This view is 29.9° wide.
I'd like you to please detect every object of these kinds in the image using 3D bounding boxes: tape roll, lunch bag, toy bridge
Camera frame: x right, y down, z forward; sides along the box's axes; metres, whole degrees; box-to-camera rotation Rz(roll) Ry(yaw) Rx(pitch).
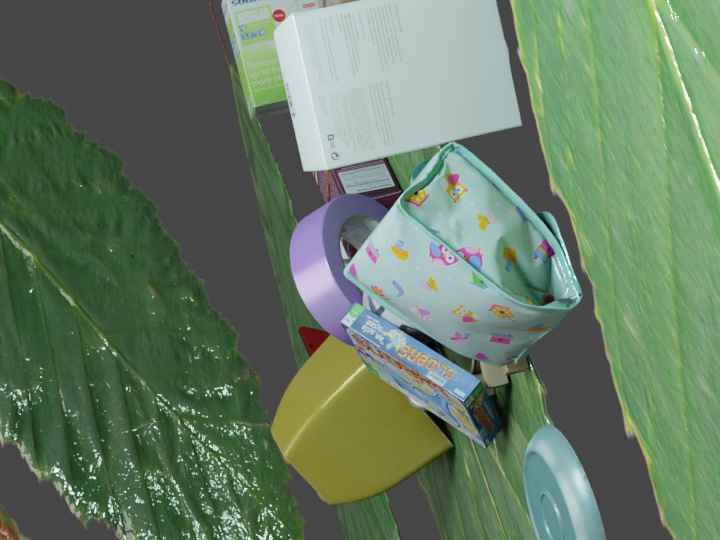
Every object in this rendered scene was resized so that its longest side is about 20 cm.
[{"bbox_3d":[0.000,0.000,1.802,0.066,0.200,0.200,-29,70,37],"label":"tape roll"},{"bbox_3d":[0.109,-0.001,1.316,0.200,0.122,0.170,39,149,1],"label":"lunch bag"},{"bbox_3d":[0.153,0.103,1.573,0.200,0.027,0.067,116,142,-74],"label":"toy bridge"}]

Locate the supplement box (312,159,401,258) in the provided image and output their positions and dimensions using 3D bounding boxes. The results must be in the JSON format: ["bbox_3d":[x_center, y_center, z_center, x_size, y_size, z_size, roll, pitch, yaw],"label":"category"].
[{"bbox_3d":[-0.007,-0.128,1.970,0.110,0.085,0.200,88,165,-45],"label":"supplement box"}]

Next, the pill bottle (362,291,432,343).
[{"bbox_3d":[0.073,0.019,1.636,0.200,0.119,0.120,122,133,-76],"label":"pill bottle"}]

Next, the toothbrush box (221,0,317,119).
[{"bbox_3d":[-0.128,-0.359,2.156,0.086,0.145,0.200,131,125,-78],"label":"toothbrush box"}]

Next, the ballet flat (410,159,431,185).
[{"bbox_3d":[0.117,-0.045,1.494,0.070,0.069,0.200,87,161,-45],"label":"ballet flat"}]

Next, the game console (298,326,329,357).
[{"bbox_3d":[-0.025,0.206,2.418,0.200,0.118,0.173,-118,18,-55],"label":"game console"}]

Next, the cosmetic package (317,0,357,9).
[{"bbox_3d":[0.014,-0.297,1.631,0.200,0.087,0.104,-117,16,-53],"label":"cosmetic package"}]

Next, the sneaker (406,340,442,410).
[{"bbox_3d":[0.081,0.107,1.903,0.200,0.070,0.082,-120,36,-49],"label":"sneaker"}]

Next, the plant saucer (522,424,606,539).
[{"bbox_3d":[0.216,0.266,1.450,0.200,0.027,0.201,166,90,-79],"label":"plant saucer"}]

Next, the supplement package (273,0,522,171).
[{"bbox_3d":[0.033,-0.193,1.344,0.151,0.200,0.152,-162,59,-79],"label":"supplement package"}]

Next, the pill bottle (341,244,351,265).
[{"bbox_3d":[-0.037,-0.039,2.174,0.200,0.113,0.113,123,133,-77],"label":"pill bottle"}]

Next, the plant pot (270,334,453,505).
[{"bbox_3d":[-0.018,0.228,1.994,0.194,0.200,0.196,50,179,-19],"label":"plant pot"}]

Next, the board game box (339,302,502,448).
[{"bbox_3d":[0.074,0.127,1.647,0.200,0.034,0.135,31,163,32],"label":"board game box"}]
